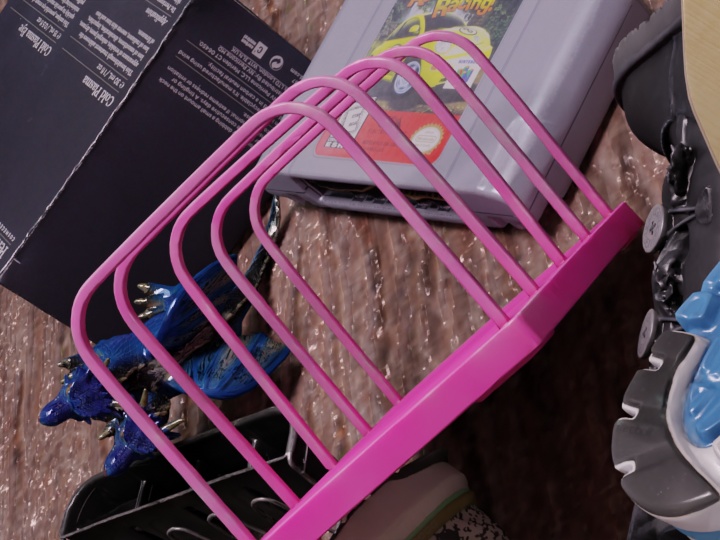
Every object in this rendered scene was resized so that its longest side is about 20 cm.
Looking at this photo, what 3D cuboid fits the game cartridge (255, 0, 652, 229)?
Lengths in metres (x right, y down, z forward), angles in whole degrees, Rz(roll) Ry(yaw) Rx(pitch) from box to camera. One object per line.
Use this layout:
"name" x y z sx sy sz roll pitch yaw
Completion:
"game cartridge" 0.040 -0.088 1.012 0.199 0.041 0.134 8 62 53

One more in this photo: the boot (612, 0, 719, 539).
"boot" 0.126 0.008 0.792 0.165 0.065 0.202 85 -174 -78

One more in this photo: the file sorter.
"file sorter" 0.000 0.000 0.820 0.139 0.126 0.200 -42 -2 21

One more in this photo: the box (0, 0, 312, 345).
"box" -0.133 -0.076 1.160 0.183 0.104 0.200 -53 33 1

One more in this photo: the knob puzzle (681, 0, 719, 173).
"knob puzzle" 0.193 -0.079 0.717 0.220 0.219 0.030 -55 -8 1

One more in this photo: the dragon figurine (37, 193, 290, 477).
"dragon figurine" -0.075 0.031 1.008 0.200 0.059 0.099 -38 13 -34

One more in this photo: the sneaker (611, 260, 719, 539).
"sneaker" 0.153 0.010 0.672 0.075 0.087 0.201 19 67 47

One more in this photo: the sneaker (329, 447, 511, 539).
"sneaker" 0.000 0.165 0.806 0.088 0.077 0.201 34 83 19

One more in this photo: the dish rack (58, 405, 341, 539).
"dish rack" -0.075 0.169 0.922 0.153 0.054 0.201 -24 45 40
